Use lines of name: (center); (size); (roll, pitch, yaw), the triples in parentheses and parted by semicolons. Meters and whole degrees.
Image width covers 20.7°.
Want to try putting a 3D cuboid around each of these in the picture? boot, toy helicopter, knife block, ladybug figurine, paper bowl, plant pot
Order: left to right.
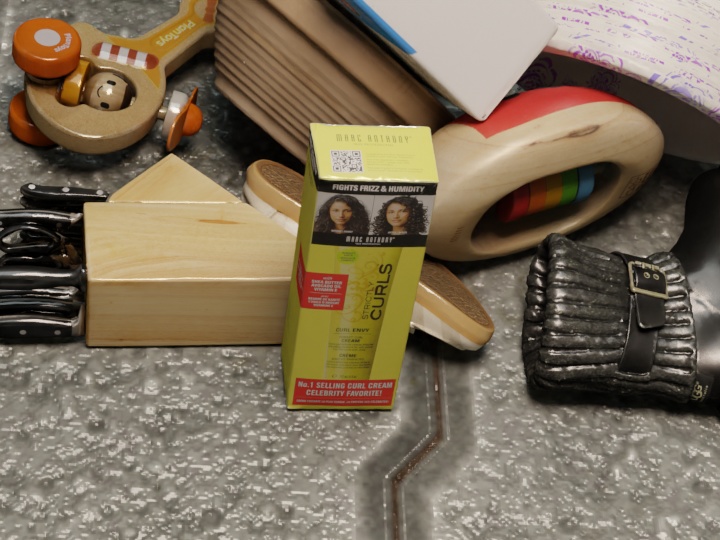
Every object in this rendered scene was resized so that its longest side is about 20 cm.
knife block: (-0.144, 0.012, 1.251); (0.199, 0.064, 0.175); (34, 51, 20)
toy helicopter: (-0.146, -0.141, 1.387); (0.132, 0.079, 0.200); (32, 46, 18)
plant pot: (-0.034, -0.130, 1.355); (0.201, 0.201, 0.093); (42, 94, 27)
ladybug figurine: (0.114, -0.071, 1.319); (0.198, 0.136, 0.072); (-14, 61, -28)
boot: (0.189, -0.001, 1.309); (0.156, 0.080, 0.212); (9, 47, -1)
paper bowl: (0.198, -0.159, 1.365); (0.199, 0.201, 0.105); (21, 83, 10)

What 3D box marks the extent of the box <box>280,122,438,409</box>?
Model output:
box: (-0.004, 0.001, 1.190); (0.074, 0.201, 0.050); (2, 46, -9)

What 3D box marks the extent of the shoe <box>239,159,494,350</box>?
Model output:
shoe: (0.000, 0.000, 1.302); (0.199, 0.054, 0.070); (34, 18, 16)

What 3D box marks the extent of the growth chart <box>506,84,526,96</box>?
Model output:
growth chart: (0.076, -0.191, 1.511); (0.199, 0.018, 0.144); (37, 53, 25)

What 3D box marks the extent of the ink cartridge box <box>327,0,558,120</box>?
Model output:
ink cartridge box: (0.023, -0.195, 1.313); (0.084, 0.146, 0.200); (-49, 27, 2)
